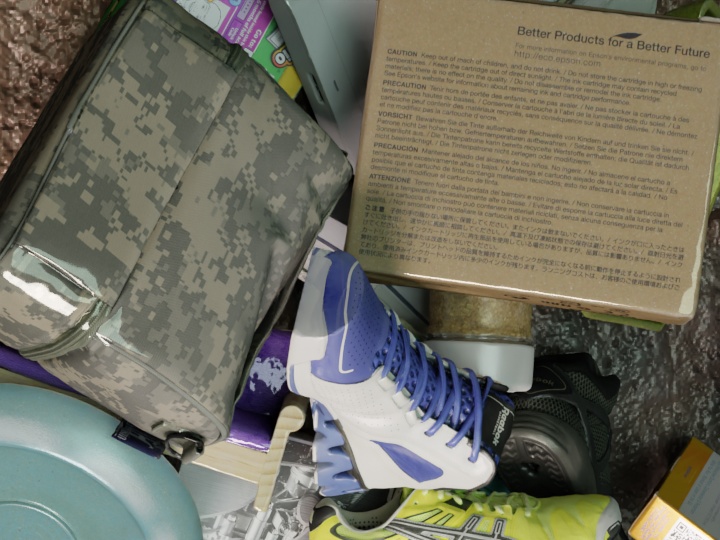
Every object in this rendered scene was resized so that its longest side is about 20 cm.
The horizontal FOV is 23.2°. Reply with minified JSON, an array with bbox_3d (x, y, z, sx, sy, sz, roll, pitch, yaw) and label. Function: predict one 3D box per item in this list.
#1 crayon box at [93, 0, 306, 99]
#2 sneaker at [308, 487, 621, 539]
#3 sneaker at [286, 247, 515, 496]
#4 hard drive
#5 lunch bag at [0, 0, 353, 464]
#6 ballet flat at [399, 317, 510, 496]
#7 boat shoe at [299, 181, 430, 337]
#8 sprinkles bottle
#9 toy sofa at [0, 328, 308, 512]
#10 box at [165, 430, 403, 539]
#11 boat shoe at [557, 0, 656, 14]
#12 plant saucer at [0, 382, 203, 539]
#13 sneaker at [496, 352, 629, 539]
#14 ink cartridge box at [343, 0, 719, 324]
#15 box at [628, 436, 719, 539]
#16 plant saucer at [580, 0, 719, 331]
[{"bbox_3d":[-0.099,-0.126,1.055,0.118,0.058,0.201,30,87,-22],"label":"crayon box"},{"bbox_3d":[0.062,0.162,1.074,0.198,0.075,0.077,-13,98,-1],"label":"sneaker"},{"bbox_3d":[0.028,0.064,0.982,0.114,0.200,0.081,5,56,12],"label":"sneaker"},{"bbox_3d":[0.042,-0.170,1.076,0.200,0.026,0.133,-41,132,-21],"label":"hard drive"},{"bbox_3d":[-0.107,-0.020,0.943,0.167,0.139,0.201,33,67,-16],"label":"lunch bag"},{"bbox_3d":[0.039,0.089,1.130,0.070,0.069,0.200,-46,134,-8],"label":"ballet flat"},{"bbox_3d":[0.000,0.000,1.108,0.066,0.072,0.199,-38,130,24],"label":"boat shoe"},{"bbox_3d":[0.076,-0.028,1.062,0.068,0.068,0.202,5,86,-20],"label":"sprinkles bottle"},{"bbox_3d":[-0.128,0.062,1.027,0.198,0.083,0.098,18,93,-1],"label":"toy sofa"},{"bbox_3d":[-0.066,0.200,1.120,0.157,0.048,0.202,17,92,-20],"label":"box"},{"bbox_3d":[0.136,-0.105,1.131,0.075,0.068,0.201,33,89,-37],"label":"boat shoe"},{"bbox_3d":[-0.190,0.150,1.016,0.198,0.028,0.201,7,129,8],"label":"plant saucer"},{"bbox_3d":[0.146,0.131,1.172,0.200,0.076,0.115,63,38,-38],"label":"sneaker"},{"bbox_3d":[0.099,-0.064,0.989,0.198,0.075,0.166,8,85,9],"label":"ink cartridge box"},{"bbox_3d":[0.280,0.201,1.166,0.200,0.119,0.042,39,115,10],"label":"box"},{"bbox_3d":[0.187,-0.067,1.125,0.048,0.199,0.202,23,95,23],"label":"plant saucer"}]
